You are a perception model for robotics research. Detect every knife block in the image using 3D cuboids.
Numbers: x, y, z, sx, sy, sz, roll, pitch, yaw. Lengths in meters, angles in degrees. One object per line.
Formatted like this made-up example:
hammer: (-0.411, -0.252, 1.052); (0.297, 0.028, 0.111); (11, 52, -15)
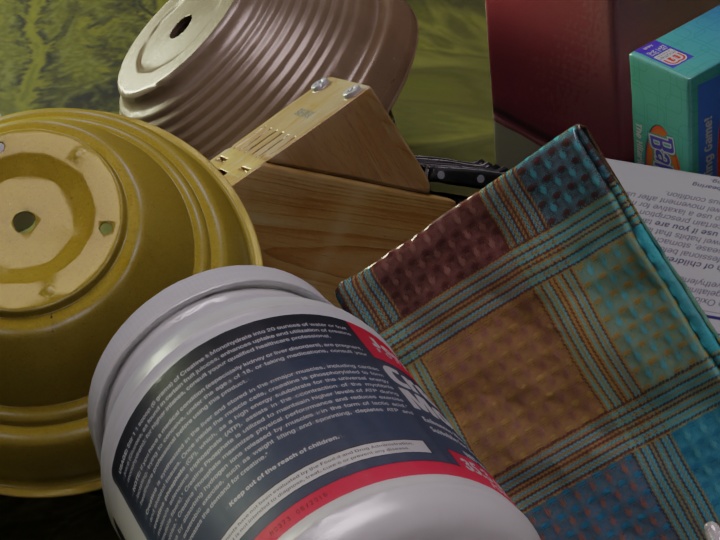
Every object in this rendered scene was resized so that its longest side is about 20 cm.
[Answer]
knife block: (0.000, 0.000, 1.087); (0.200, 0.176, 0.064); (-36, 19, -11)

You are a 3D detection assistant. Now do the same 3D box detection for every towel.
towel: (0.090, 0.059, 0.904); (0.146, 0.201, 0.022); (-34, -7, 26)

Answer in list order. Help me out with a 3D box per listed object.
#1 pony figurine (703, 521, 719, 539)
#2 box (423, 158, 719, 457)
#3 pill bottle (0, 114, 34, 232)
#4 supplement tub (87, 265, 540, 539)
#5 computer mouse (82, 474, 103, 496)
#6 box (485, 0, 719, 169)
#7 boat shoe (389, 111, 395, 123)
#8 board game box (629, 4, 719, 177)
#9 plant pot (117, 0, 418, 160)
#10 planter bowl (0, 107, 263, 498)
pony figurine: (0.149, 0.189, 0.701); (0.193, 0.166, 0.201); (23, 85, 50)
box: (0.153, 0.049, 1.006); (0.183, 0.105, 0.200); (11, 38, 24)
pill bottle: (-0.289, -0.025, 1.194); (0.199, 0.109, 0.109); (-25, 38, -24)
supplement tub: (-0.023, 0.099, 0.862); (0.140, 0.141, 0.200); (-19, 36, -16)
computer mouse: (-0.091, 0.040, 1.060); (0.138, 0.053, 0.200); (-22, 17, -9)
box: (0.150, -0.146, 1.202); (0.128, 0.201, 0.109); (-30, 41, -30)
boat shoe: (-0.008, -0.064, 1.226); (0.074, 0.075, 0.203); (-11, 35, -5)
board game box: (0.229, -0.082, 1.140); (0.199, 0.153, 0.045); (-30, 41, -28)
plant pot: (-0.070, -0.109, 1.205); (0.200, 0.093, 0.201); (-34, 28, 22)
planter bowl: (-0.146, -0.006, 0.965); (0.199, 0.084, 0.202); (-1, 64, 2)
